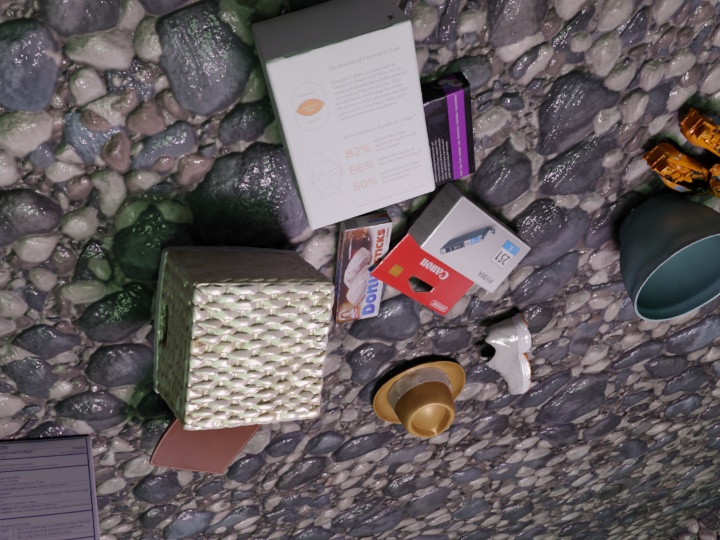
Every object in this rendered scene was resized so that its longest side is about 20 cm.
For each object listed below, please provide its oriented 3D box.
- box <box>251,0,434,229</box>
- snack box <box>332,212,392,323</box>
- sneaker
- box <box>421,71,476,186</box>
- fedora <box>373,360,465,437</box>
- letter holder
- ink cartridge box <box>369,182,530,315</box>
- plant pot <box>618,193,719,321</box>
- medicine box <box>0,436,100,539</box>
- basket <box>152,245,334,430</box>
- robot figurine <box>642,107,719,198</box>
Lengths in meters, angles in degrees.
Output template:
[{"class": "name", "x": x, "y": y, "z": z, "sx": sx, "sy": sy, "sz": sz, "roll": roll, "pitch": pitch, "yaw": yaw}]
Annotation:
[{"class": "box", "x": -0.016, "y": -0.172, "z": 0.849, "sx": 0.149, "sy": 0.107, "sz": 0.203, "roll": -17, "pitch": 128, "yaw": -5}, {"class": "snack box", "x": 0.000, "y": 0.000, "z": 1.153, "sx": 0.071, "sy": 0.025, "sz": 0.202, "roll": -11, "pitch": 140, "yaw": -16}, {"class": "sneaker", "x": 0.258, "y": 0.156, "z": 1.433, "sx": 0.090, "sy": 0.076, "sz": 0.202, "roll": -12, "pitch": 133, "yaw": 0}, {"class": "box", "x": 0.046, "y": -0.152, "z": 0.992, "sx": 0.197, "sy": 0.036, "sz": 0.144, "roll": -20, "pitch": 141, "yaw": -5}, {"class": "fedora", "x": 0.118, "y": 0.249, "z": 1.451, "sx": 0.197, "sy": 0.083, "sz": 0.202, "roll": -13, "pitch": 141, "yaw": -11}, {"class": "letter holder", "x": -0.239, "y": 0.214, "z": 1.227, "sx": 0.140, "sy": 0.102, "sz": 0.201, "roll": 14, "pitch": 129, "yaw": -34}, {"class": "ink cartridge box", "x": 0.136, "y": -0.014, "z": 1.165, "sx": 0.199, "sy": 0.045, "sz": 0.177, "roll": 28, "pitch": 108, "yaw": -44}, {"class": "plant pot", "x": 0.498, "y": -0.035, "z": 1.266, "sx": 0.196, "sy": 0.136, "sz": 0.202, "roll": -13, "pitch": 141, "yaw": -11}, {"class": "medicine box", "x": -0.497, "y": 0.366, "z": 1.193, "sx": 0.179, "sy": 0.202, "sz": 0.104, "roll": 2, "pitch": 134, "yaw": -27}, {"class": "basket", "x": -0.150, "y": 0.083, "z": 1.012, "sx": 0.197, "sy": 0.160, "sz": 0.202, "roll": 0, "pitch": 104, "yaw": -28}, {"class": "robot figurine", "x": 0.518, "y": -0.166, "z": 1.186, "sx": 0.197, "sy": 0.059, "sz": 0.145, "roll": 14, "pitch": 132, "yaw": -36}]
